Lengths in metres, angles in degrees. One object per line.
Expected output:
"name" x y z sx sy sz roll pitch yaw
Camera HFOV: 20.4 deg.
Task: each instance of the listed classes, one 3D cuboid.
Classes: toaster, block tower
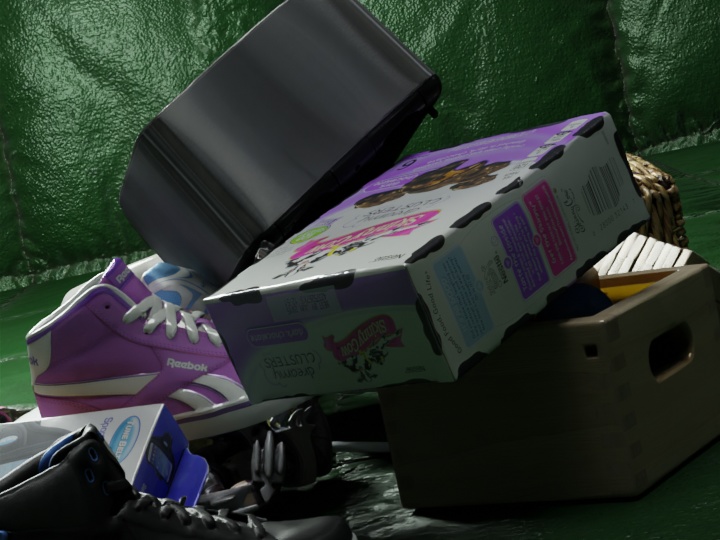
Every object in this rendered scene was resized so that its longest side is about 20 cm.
"toaster" -0.052 -0.076 1.295 0.181 0.119 0.200 -44 -3 -18
"block tower" 0.171 0.002 1.348 0.058 0.054 0.200 29 -1 -28

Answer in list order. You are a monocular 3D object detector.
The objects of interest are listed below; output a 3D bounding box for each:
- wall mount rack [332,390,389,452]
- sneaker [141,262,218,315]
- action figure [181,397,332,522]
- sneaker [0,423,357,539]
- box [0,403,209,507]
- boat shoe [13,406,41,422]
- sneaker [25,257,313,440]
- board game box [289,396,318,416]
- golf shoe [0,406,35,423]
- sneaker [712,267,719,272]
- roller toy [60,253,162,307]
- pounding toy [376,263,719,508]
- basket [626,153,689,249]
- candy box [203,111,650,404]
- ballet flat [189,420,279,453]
"wall mount rack" 0.036 0.075 1.390 0.174 0.075 0.200 -46 -5 30
"sneaker" -0.145 0.078 1.318 0.072 0.072 0.201 -31 -25 -56
"action figure" -0.091 0.125 1.235 0.129 0.070 0.200 -4 12 22
"sneaker" -0.101 0.127 1.021 0.199 0.113 0.073 -14 7 -15
"box" -0.186 0.139 1.155 0.199 0.042 0.119 -11 40 26
"boat shoe" -0.160 0.100 1.402 0.199 0.064 0.071 -27 19 18
"sneaker" -0.105 0.041 1.213 0.199 0.115 0.073 -15 10 0
"board game box" -0.013 0.064 1.452 0.105 0.023 0.200 -39 -2 -8
"golf shoe" -0.310 0.143 1.452 0.199 0.073 0.092 -15 5 -23
"sneaker" 0.194 0.024 1.419 0.077 0.086 0.200 22 -8 -32
"roller toy" -0.137 0.054 1.615 0.181 0.141 0.200 -21 0 -13
"pounding toy" 0.112 0.045 1.211 0.183 0.143 0.200 -7 8 33
"basket" 0.168 -0.021 1.698 0.148 0.144 0.200 -13 6 -20
"candy box" 0.039 -0.007 1.136 0.167 0.072 0.200 -9 20 45
"ballet flat" -0.140 0.111 1.456 0.199 0.071 0.071 -7 8 35
